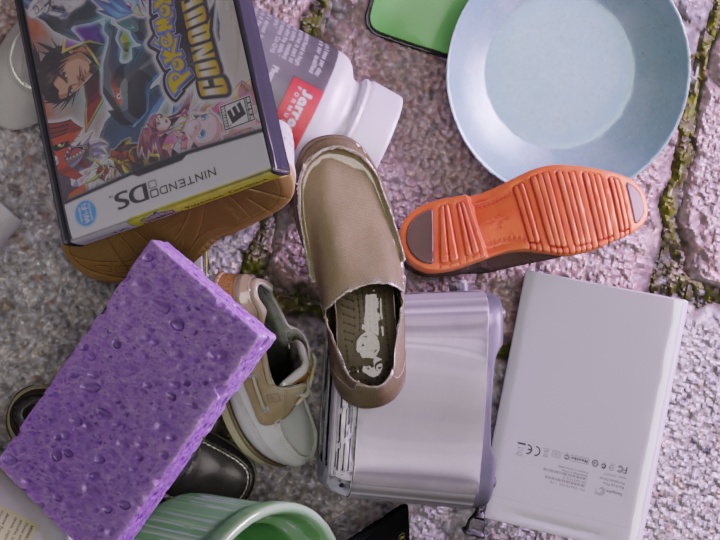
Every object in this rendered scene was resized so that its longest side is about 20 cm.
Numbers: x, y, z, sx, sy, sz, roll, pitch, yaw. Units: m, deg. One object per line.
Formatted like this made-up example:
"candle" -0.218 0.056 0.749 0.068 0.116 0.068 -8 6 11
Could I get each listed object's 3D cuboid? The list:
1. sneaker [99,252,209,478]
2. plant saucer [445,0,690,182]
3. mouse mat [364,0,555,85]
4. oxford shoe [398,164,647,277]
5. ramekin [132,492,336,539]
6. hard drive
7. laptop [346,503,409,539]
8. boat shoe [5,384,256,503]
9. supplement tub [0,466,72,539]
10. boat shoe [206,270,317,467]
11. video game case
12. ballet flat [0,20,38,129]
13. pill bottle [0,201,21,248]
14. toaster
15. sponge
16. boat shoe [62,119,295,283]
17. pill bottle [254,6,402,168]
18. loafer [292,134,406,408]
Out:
"sneaker" -0.157 0.064 1.241 0.084 0.075 0.201 0 62 3
"plant saucer" 0.163 -0.159 1.315 0.199 0.039 0.203 -1 100 -8
"mouse mat" 0.102 -0.264 1.325 0.160 0.008 0.201 16 89 -10
"oxford shoe" 0.125 -0.036 1.300 0.198 0.073 0.072 -8 79 -4
"ramekin" -0.106 0.260 1.209 0.199 0.097 0.202 -15 109 -53
"hard drive" 0.176 0.110 1.309 0.131 0.027 0.202 11 90 20
"laptop" 0.027 0.306 1.230 0.177 0.103 0.202 -23 115 -51
"boat shoe" -0.174 0.141 1.255 0.200 0.066 0.072 21 88 -10
"supplement tub" -0.294 0.201 1.195 0.199 0.145 0.146 29 86 -10
"boat shoe" -0.069 0.079 1.223 0.068 0.075 0.200 -11 137 19
"video game case" -0.151 -0.137 1.154 0.180 0.025 0.201 -17 80 25
"ballet flat" -0.211 -0.190 1.242 0.069 0.069 0.200 45 84 -8
"pill bottle" -0.347 0.009 1.199 0.109 0.110 0.200 42 84 -8
"toaster" 0.036 0.105 1.269 0.128 0.114 0.202 4 89 -7
"sponge" -0.158 0.092 1.150 0.111 0.030 0.201 38 99 18
"boat shoe" -0.128 -0.052 1.205 0.199 0.070 0.071 -21 125 24
"pill bottle" -0.076 -0.133 1.242 0.199 0.114 0.114 26 87 -9
"loafer" 0.000 0.000 1.180 0.075 0.067 0.201 -14 92 -9
